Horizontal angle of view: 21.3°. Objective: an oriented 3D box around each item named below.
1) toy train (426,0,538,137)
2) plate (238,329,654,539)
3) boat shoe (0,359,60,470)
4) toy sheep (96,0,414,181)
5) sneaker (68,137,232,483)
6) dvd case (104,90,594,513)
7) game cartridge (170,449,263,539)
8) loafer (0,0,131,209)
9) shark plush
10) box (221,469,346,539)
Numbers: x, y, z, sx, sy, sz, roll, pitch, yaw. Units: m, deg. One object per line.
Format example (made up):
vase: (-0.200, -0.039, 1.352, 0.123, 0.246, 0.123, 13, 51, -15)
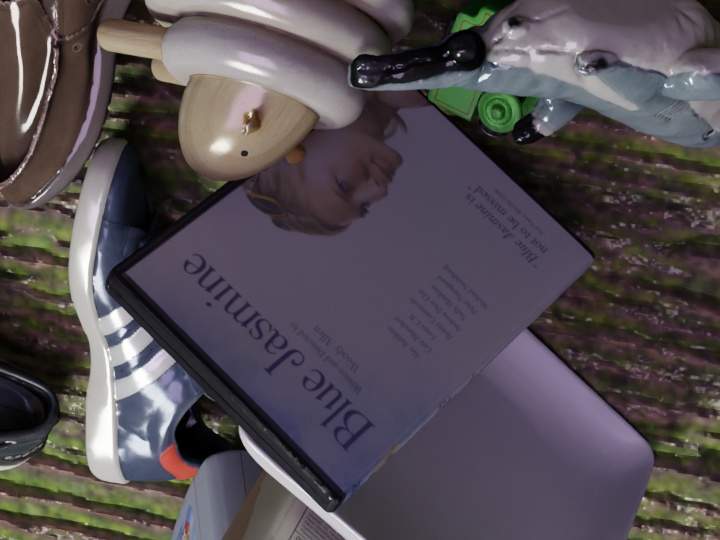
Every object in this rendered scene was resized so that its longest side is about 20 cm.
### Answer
toy train: (0.082, -0.154, 0.878, 0.056, 0.042, 0.202, 27, 120, 13)
plate: (0.043, 0.088, 0.917, 0.199, 0.200, 0.032, 42, 129, -8)
boat shoe: (-0.249, 0.060, 1.008, 0.198, 0.075, 0.066, 24, 155, -28)
toy sheep: (-0.036, -0.137, 0.864, 0.136, 0.138, 0.202, 15, 87, 7)
sneaker: (-0.101, 0.024, 1.000, 0.083, 0.075, 0.202, 4, 123, 8)
dvd case: (0.000, 0.000, 0.873, 0.143, 0.200, 0.018, 44, 144, 9)
game cartridge: (-0.079, 0.194, 1.029, 0.041, 0.134, 0.201, -1, 139, -19)
loafer: (-0.156, -0.125, 0.927, 0.070, 0.073, 0.202, 5, 116, -35)
shark plush: (0.095, -0.080, 0.845, 0.091, 0.198, 0.084, 58, 146, 29)
box: (-0.002, 0.121, 0.939, 0.095, 0.200, 0.078, 44, 126, -7)
